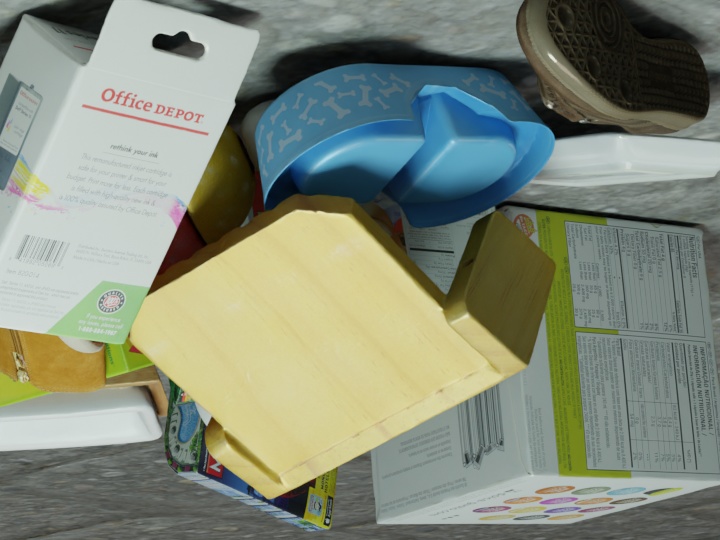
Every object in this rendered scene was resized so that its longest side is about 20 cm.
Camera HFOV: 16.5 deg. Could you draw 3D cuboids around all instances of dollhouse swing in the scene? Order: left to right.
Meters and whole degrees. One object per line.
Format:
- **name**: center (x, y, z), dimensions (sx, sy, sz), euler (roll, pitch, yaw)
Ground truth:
- **dollhouse swing**: center (-0.019, 0.013, 1.529), dimensions (0.200, 0.176, 0.182), euler (-29, -161, 26)

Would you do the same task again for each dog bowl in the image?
- **dog bowl**: center (0.023, -0.076, 1.474), dimensions (0.199, 0.050, 0.112), euler (-3, 148, -39)

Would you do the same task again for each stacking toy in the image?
- **stacking toy**: center (-0.114, -0.048, 1.512), dimensions (0.199, 0.147, 0.146), euler (-21, 164, 5)

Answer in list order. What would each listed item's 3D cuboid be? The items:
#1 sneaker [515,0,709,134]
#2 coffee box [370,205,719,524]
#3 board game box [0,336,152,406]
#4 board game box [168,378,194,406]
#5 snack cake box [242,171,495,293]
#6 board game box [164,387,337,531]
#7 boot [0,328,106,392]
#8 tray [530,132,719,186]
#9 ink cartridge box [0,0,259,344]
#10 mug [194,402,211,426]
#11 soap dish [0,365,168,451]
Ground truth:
- **sneaker**: center (0.127, -0.109, 1.409), dimensions (0.075, 0.071, 0.200), euler (-12, 164, 31)
- **coffee box**: center (0.137, 0.079, 1.889), dimensions (0.197, 0.201, 0.199), euler (4, 164, -34)
- **board game box**: center (-0.235, 0.039, 1.796), dimensions (0.199, 0.102, 0.048), euler (-16, 179, 39)
- **board game box**: center (-0.124, 0.016, 1.717), dimensions (0.023, 0.105, 0.200), euler (-13, 162, -13)
- **snack cake box**: center (0.000, 0.000, 1.695), dimensions (0.199, 0.116, 0.067), euler (4, 156, -28)
- **board game box**: center (-0.099, 0.081, 1.923), dimensions (0.062, 0.201, 0.199), euler (-16, 148, 41)
- **boot**: center (-0.184, 0.027, 1.671), dimensions (0.200, 0.071, 0.144), euler (12, 137, 26)
- **tray**: center (0.153, -0.069, 1.579), dimensions (0.107, 0.022, 0.200), euler (4, 178, -27)
- **ink cartridge box**: center (-0.150, -0.066, 1.371), dimensions (0.117, 0.201, 0.067), euler (11, -159, -46)
- **mug**: center (-0.037, 0.062, 1.809), dimensions (0.186, 0.150, 0.153), euler (-4, 152, -26)
- **soap dish**: center (-0.262, 0.098, 2.079), dimensions (0.199, 0.082, 0.157), euler (-5, 166, -1)
